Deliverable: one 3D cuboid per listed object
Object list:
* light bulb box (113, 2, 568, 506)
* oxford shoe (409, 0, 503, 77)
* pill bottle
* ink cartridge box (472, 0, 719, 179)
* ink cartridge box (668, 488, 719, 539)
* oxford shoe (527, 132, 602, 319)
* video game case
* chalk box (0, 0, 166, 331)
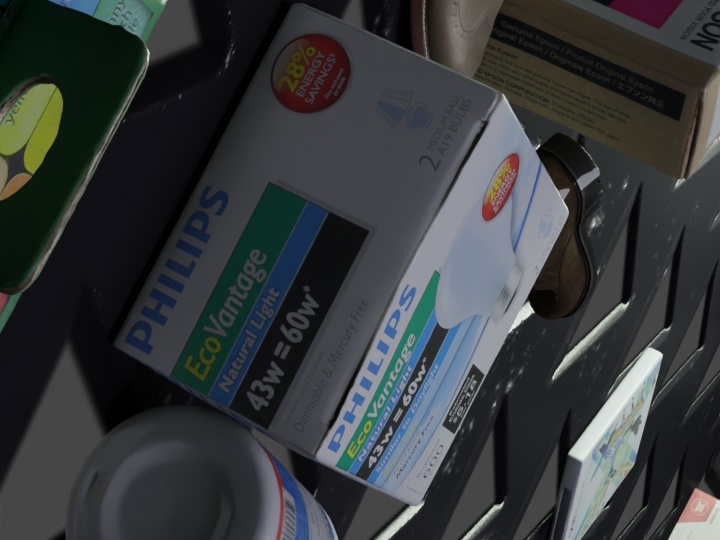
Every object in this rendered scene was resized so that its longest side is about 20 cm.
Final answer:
[{"bbox_3d":[0.000,0.000,0.906,0.199,0.124,0.200,-63,160,-5],"label":"light bulb box"},{"bbox_3d":[0.080,-0.186,0.956,0.070,0.074,0.201,-34,143,-54],"label":"oxford shoe"},{"bbox_3d":[-0.073,0.152,0.922,0.113,0.112,0.200,-59,158,-13],"label":"pill bottle"},{"bbox_3d":[0.179,-0.166,1.085,0.200,0.164,0.075,-47,153,-39],"label":"ink cartridge box"},{"bbox_3d":[0.570,0.430,2.603,0.117,0.199,0.068,-59,158,-13],"label":"ink cartridge box"},{"bbox_3d":[0.128,-0.017,1.285,0.084,0.073,0.201,-39,149,-16],"label":"oxford shoe"},{"bbox_3d":[0.267,0.208,1.897,0.200,0.022,0.183,-45,152,-41],"label":"video game case"},{"bbox_3d":[-0.137,-0.057,0.419,0.125,0.199,0.124,-62,158,-6],"label":"chalk box"}]
